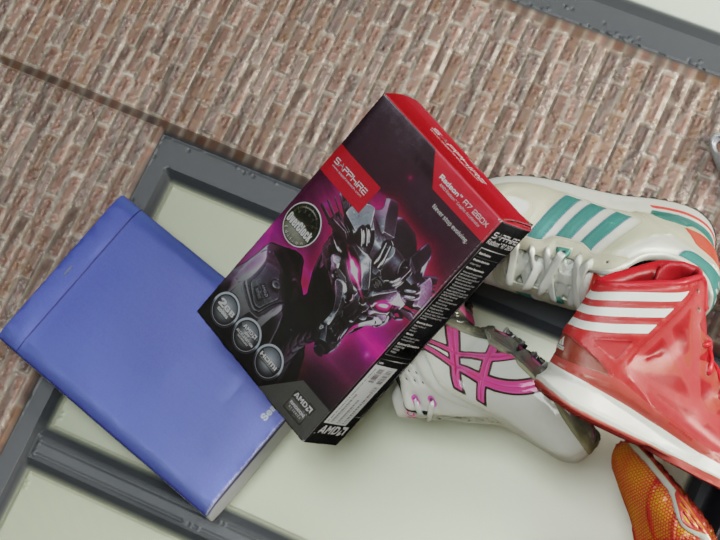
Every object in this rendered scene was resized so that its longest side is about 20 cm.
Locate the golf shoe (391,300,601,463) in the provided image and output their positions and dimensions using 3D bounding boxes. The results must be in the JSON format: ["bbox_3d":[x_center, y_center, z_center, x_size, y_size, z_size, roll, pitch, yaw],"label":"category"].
[{"bbox_3d":[0.069,0.073,1.378,0.200,0.073,0.092,38,87,28],"label":"golf shoe"}]

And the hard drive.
[{"bbox_3d":[-0.133,0.057,1.435,0.200,0.025,0.132,38,81,18],"label":"hard drive"}]

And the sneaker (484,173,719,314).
[{"bbox_3d":[0.139,-0.007,1.357,0.198,0.071,0.094,6,29,-4],"label":"sneaker"}]

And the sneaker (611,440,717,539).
[{"bbox_3d":[0.198,0.198,1.315,0.077,0.073,0.201,-27,67,9],"label":"sneaker"}]

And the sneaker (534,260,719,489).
[{"bbox_3d":[0.215,0.066,1.302,0.199,0.078,0.116,25,94,-25],"label":"sneaker"}]

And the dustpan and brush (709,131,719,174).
[{"bbox_3d":[0.281,-0.010,1.386,0.139,0.057,0.201,-30,76,9],"label":"dustpan and brush"}]

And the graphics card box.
[{"bbox_3d":[0.000,0.000,1.355,0.200,0.051,0.126,-48,65,15],"label":"graphics card box"}]
